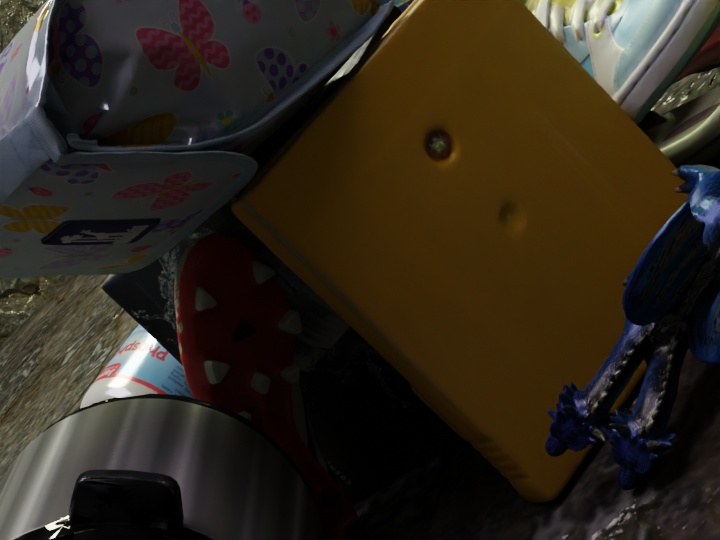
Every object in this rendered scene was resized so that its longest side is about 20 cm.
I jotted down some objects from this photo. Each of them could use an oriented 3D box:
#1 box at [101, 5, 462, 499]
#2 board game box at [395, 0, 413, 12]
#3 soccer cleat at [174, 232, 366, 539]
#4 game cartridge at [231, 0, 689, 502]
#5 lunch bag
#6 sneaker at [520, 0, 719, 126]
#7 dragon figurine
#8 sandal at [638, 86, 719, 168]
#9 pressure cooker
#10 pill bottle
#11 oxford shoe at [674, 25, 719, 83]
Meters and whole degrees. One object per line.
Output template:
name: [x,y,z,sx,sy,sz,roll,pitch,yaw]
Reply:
box: [0.000,0.000,0.788,0.200,0.197,0.118,-34,18,35]
board game box: [0.092,-0.153,0.955,0.034,0.200,0.135,-48,16,-18]
soccer cleat: [-0.060,0.075,0.746,0.068,0.201,0.085,-31,19,-29]
game cartridge: [0.065,-0.022,0.663,0.177,0.200,0.032,-49,12,-22]
lunch bag: [-0.106,-0.077,0.652,0.169,0.127,0.200,-30,11,50]
sneaker: [0.104,-0.130,0.733,0.080,0.130,0.200,-48,-1,-30]
dragon figurine: [0.144,0.001,0.585,0.201,0.059,0.100,-63,-4,28]
sandal: [0.153,-0.074,0.854,0.200,0.057,0.080,-33,18,39]
pressure cooker: [-0.101,0.170,0.622,0.178,0.176,0.200,-38,15,12]
pill bottle: [-0.149,0.099,1.096,0.108,0.109,0.200,-29,21,46]
oxford shoe: [0.184,-0.136,0.867,0.199,0.071,0.074,-21,-23,2]
